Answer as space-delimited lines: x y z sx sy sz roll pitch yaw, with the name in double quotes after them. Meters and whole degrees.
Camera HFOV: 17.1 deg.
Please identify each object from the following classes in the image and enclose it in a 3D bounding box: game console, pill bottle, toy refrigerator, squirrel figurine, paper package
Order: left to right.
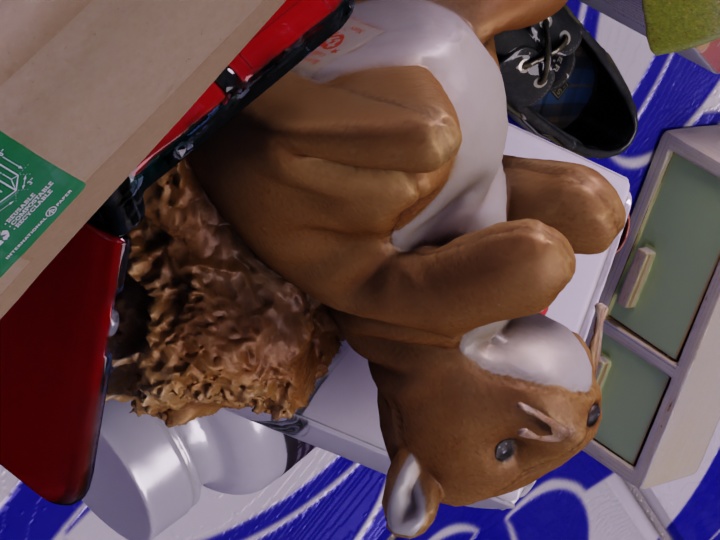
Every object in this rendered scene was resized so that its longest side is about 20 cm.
-0.146 -0.088 0.720 0.200 0.191 0.103 -46 146 8 "paper package"
-0.112 -0.050 0.830 0.172 0.200 0.119 -41 141 -22 "game console"
-0.047 0.029 1.073 0.200 0.111 0.112 -39 144 -26 "pill bottle"
0.000 0.000 0.879 0.142 0.199 0.187 -64 142 -53 "squirrel figurine"
0.186 0.022 1.405 0.070 0.076 0.201 -9 126 -49 "toy refrigerator"

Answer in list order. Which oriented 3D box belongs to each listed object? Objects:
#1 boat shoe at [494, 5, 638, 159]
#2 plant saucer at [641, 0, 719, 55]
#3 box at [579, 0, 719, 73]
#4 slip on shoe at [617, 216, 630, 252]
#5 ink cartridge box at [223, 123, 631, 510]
0.083 -0.110 1.171 0.069 0.057 0.200 -56 148 1 "boat shoe"
0.199 -0.210 1.048 0.200 0.048 0.200 -42 144 -20 "plant saucer"
0.137 -0.210 1.110 0.153 0.106 0.200 -56 147 0 "box"
0.075 -0.033 1.221 0.200 0.061 0.074 4 113 -55 "slip on shoe"
-0.010 -0.005 0.981 0.147 0.199 0.086 -69 -166 -12 "ink cartridge box"
